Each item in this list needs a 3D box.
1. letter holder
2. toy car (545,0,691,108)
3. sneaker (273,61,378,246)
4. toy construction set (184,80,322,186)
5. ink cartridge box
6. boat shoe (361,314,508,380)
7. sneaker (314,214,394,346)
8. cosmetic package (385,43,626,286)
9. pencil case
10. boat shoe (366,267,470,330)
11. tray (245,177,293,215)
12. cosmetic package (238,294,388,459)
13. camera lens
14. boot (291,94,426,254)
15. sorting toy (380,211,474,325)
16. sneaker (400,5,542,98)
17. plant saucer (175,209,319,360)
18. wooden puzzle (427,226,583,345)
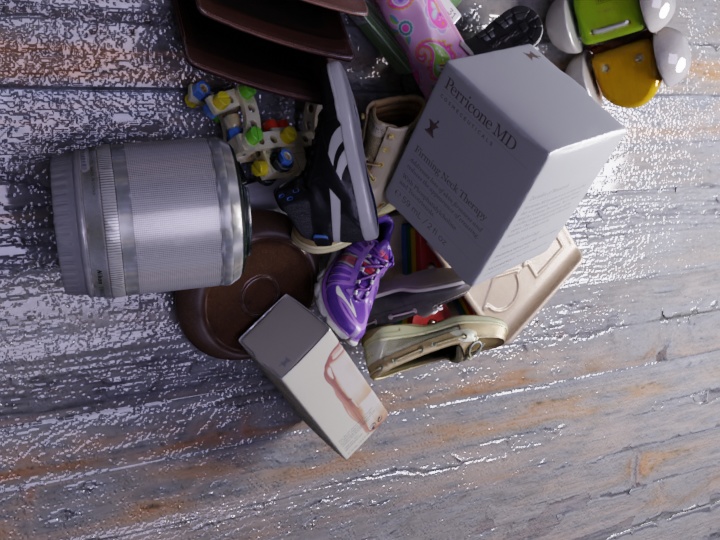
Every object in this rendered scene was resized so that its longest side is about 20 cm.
[{"bbox_3d":[-0.094,-0.277,1.031,0.197,0.144,0.101,9,137,-32],"label":"letter holder"},{"bbox_3d":[0.371,-0.341,1.325,0.202,0.173,0.151,62,36,-27],"label":"toy car"},{"bbox_3d":[-0.051,-0.122,1.041,0.110,0.073,0.203,-10,103,8],"label":"sneaker"},{"bbox_3d":[-0.101,-0.174,1.107,0.198,0.092,0.133,-18,80,-34],"label":"toy construction set"},{"bbox_3d":[0.073,-0.371,1.172,0.146,0.048,0.201,44,81,-21],"label":"ink cartridge box"},{"bbox_3d":[0.101,0.103,1.214,0.197,0.073,0.064,-3,62,-17],"label":"boat shoe"},{"bbox_3d":[0.000,0.000,1.159,0.080,0.083,0.202,40,42,-30],"label":"sneaker"},{"bbox_3d":[0.164,-0.125,1.085,0.165,0.168,0.201,-21,148,-41],"label":"cosmetic package"},{"bbox_3d":[0.073,-0.296,1.109,0.087,0.087,0.202,-37,107,-18],"label":"pencil case"},{"bbox_3d":[0.060,0.041,1.210,0.067,0.197,0.058,-48,123,-57],"label":"boat shoe"},{"bbox_3d":[-0.141,-0.052,1.149,0.198,0.022,0.109,-21,112,-26],"label":"tray"},{"bbox_3d":[-0.055,0.136,1.173,0.087,0.103,0.201,-44,137,-12],"label":"cosmetic package"},{"bbox_3d":[-0.221,-0.057,0.999,0.196,0.160,0.163,-6,106,-14],"label":"camera lens"},{"bbox_3d":[0.000,-0.118,1.122,0.199,0.073,0.157,-32,151,-32],"label":"boot"},{"bbox_3d":[0.123,0.014,1.299,0.197,0.069,0.202,-12,108,-29],"label":"sorting toy"},{"bbox_3d":[0.148,-0.272,1.240,0.197,0.088,0.077,-24,85,2],"label":"sneaker"},{"bbox_3d":[-0.130,0.026,1.149,0.198,0.034,0.203,-16,122,-28],"label":"plant saucer"},{"bbox_3d":[0.194,-0.031,1.266,0.185,0.046,0.201,-45,116,-14],"label":"wooden puzzle"}]
